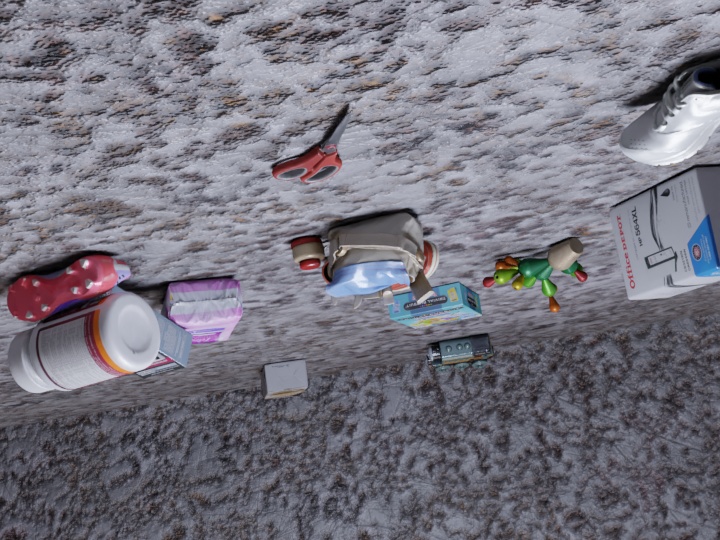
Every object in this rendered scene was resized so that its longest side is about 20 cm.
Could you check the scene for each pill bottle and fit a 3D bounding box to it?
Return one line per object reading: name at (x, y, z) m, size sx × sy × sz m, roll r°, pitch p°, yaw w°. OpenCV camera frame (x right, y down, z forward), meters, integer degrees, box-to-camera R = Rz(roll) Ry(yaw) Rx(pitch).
pill bottle at (-0.383, 0.104, 1.406) m, size 0.199 × 0.111 × 0.109 m, roll -17°, pitch 166°, yaw 28°

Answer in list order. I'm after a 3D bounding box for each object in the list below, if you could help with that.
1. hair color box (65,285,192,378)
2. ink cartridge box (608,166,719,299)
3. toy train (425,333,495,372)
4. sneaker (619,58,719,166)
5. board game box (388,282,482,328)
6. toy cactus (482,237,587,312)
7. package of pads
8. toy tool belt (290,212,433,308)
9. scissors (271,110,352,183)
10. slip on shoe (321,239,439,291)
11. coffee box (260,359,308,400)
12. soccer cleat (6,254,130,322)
hair color box at (-0.358, 0.088, 1.534) m, size 0.098 × 0.061 × 0.200 m, roll -17°, pitch 140°, yaw 33°
ink cartridge box at (0.460, -0.049, 1.471) m, size 0.084 × 0.147 × 0.200 m, roll -4°, pitch 167°, yaw -25°
toy train at (0.280, 0.228, 2.858) m, size 0.198 × 0.086 × 0.114 m, roll -7°, pitch 156°, yaw 0°
sneaker at (0.336, -0.171, 1.026) m, size 0.087 × 0.075 × 0.200 m, roll 15°, pitch 150°, yaw -35°
board game box at (0.154, 0.075, 2.084) m, size 0.150 × 0.047 × 0.200 m, roll -12°, pitch 168°, yaw 16°
toy cactus at (0.328, 0.000, 1.785) m, size 0.198 × 0.103 × 0.165 m, roll 6°, pitch 153°, yaw -25°
package of pads at (-0.264, 0.069, 1.672) m, size 0.119 × 0.076 × 0.200 m, roll -2°, pitch 167°, yaw -15°
toy tool belt at (0.000, 0.000, 1.417) m, size 0.198 × 0.124 × 0.125 m, roll -13°, pitch 168°, yaw 19°
scissors at (-0.028, -0.128, 1.063) m, size 0.073 × 0.014 × 0.200 m, roll 1°, pitch 164°, yaw -29°
slip on shoe at (0.028, -0.005, 1.559) m, size 0.199 × 0.075 × 0.061 m, roll -10°, pitch 166°, yaw 28°
coffee box at (-0.214, 0.305, 2.834) m, size 0.113 × 0.080 × 0.200 m, roll -6°, pitch 168°, yaw -10°
soccer cleat at (-0.402, 0.026, 1.395) m, size 0.199 × 0.067 × 0.076 m, roll -19°, pitch 169°, yaw 32°
